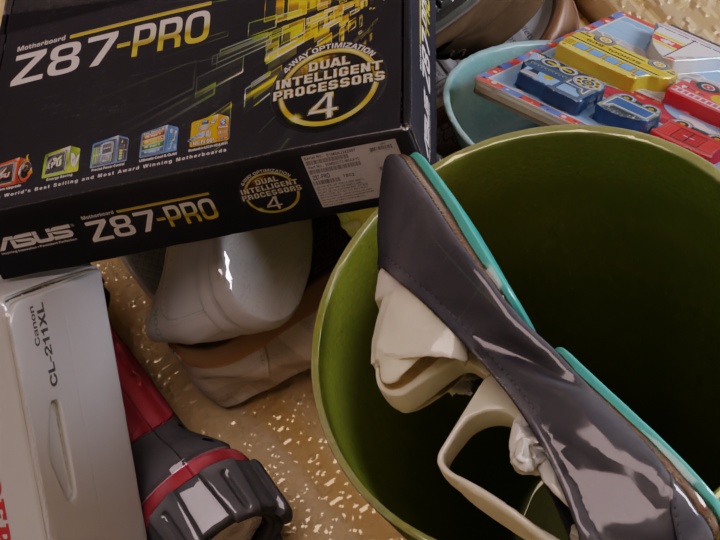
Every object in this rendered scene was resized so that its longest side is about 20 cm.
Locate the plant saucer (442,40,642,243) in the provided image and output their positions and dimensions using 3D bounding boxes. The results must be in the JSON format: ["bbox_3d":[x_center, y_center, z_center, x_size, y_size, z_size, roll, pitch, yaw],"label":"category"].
[{"bbox_3d":[0.131,-0.047,1.030,0.199,0.036,0.200,11,28,-6],"label":"plant saucer"}]

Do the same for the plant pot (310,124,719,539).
[{"bbox_3d":[0.094,0.072,0.922,0.186,0.200,0.188,-7,59,12],"label":"plant pot"}]

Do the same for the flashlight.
[{"bbox_3d":[-0.111,0.061,1.059,0.068,0.068,0.200,-51,60,23],"label":"flashlight"}]

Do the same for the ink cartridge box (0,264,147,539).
[{"bbox_3d":[-0.205,0.083,1.005,0.199,0.083,0.147,-5,98,26],"label":"ink cartridge box"}]

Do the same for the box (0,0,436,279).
[{"bbox_3d":[-0.065,-0.084,0.982,0.199,0.049,0.162,-10,45,14],"label":"box"}]

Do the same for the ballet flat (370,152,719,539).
[{"bbox_3d":[0.046,0.039,0.797,0.073,0.073,0.200,-35,60,-7],"label":"ballet flat"}]

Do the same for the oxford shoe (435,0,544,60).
[{"bbox_3d":[0.040,-0.125,1.071,0.200,0.085,0.073,-35,51,-26],"label":"oxford shoe"}]

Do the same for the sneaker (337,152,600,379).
[{"bbox_3d":[0.034,-0.001,1.011,0.200,0.075,0.077,39,88,-5],"label":"sneaker"}]

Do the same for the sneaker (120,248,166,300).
[{"bbox_3d":[-0.114,-0.062,1.138,0.070,0.080,0.201,-22,76,-15],"label":"sneaker"}]

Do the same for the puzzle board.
[{"bbox_3d":[0.172,-0.068,1.033,0.199,0.017,0.151,28,32,23],"label":"puzzle board"}]

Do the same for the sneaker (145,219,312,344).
[{"bbox_3d":[-0.053,-0.049,1.071,0.088,0.075,0.201,-21,34,44],"label":"sneaker"}]

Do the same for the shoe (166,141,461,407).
[{"bbox_3d":[0.000,0.000,1.084,0.199,0.054,0.070,-30,37,-7],"label":"shoe"}]

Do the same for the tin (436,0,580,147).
[{"bbox_3d":[0.018,-0.102,1.142,0.199,0.042,0.112,-32,62,-5],"label":"tin"}]
